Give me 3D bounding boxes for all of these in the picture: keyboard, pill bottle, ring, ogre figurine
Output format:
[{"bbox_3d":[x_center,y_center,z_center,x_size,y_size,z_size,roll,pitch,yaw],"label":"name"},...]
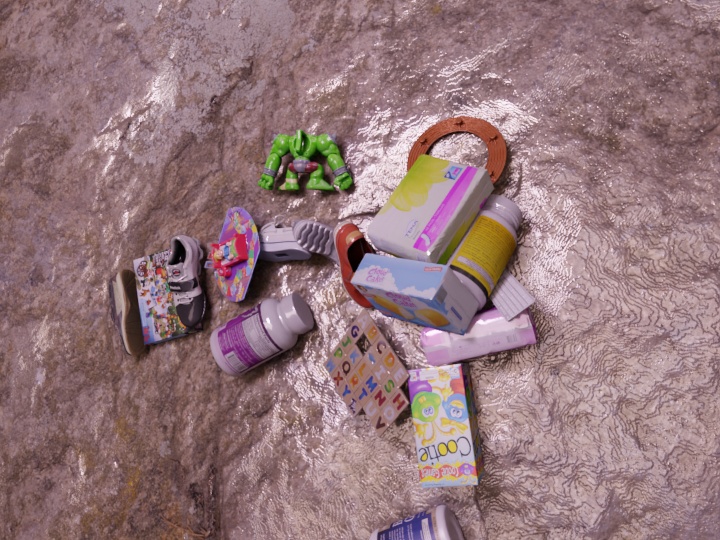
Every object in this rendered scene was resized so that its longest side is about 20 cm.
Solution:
[{"bbox_3d":[0.252,0.035,0.984,0.056,0.200,0.011,-43,104,11],"label":"keyboard"},{"bbox_3d":[0.214,-0.035,1.017,0.112,0.113,0.201,27,69,20],"label":"pill bottle"},{"bbox_3d":[0.082,0.507,1.003,0.198,0.111,0.112,-26,75,13],"label":"pill bottle"},{"bbox_3d":[0.185,-0.221,1.097,0.198,0.019,0.203,-8,65,18],"label":"ring"},{"bbox_3d":[-0.199,0.127,1.153,0.198,0.112,0.113,-29,74,12],"label":"pill bottle"},{"bbox_3d":[-0.116,-0.230,1.187,0.198,0.098,0.122,4,95,30],"label":"ogre figurine"}]

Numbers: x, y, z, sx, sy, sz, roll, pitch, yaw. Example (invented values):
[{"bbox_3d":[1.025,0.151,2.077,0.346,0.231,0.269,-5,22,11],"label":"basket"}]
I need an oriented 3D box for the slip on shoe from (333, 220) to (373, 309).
[{"bbox_3d":[0.000,0.000,1.073,0.074,0.202,0.061,-29,38,-17],"label":"slip on shoe"}]

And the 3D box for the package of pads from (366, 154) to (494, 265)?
[{"bbox_3d":[0.120,-0.107,1.000,0.154,0.068,0.201,23,71,39],"label":"package of pads"}]

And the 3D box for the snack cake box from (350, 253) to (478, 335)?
[{"bbox_3d":[0.091,0.039,0.975,0.199,0.115,0.068,10,63,49],"label":"snack cake box"}]

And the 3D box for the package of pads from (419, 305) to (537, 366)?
[{"bbox_3d":[0.212,0.112,1.010,0.198,0.120,0.077,-16,90,16],"label":"package of pads"}]

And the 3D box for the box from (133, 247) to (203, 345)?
[{"bbox_3d":[-0.442,0.056,1.283,0.135,0.038,0.203,-17,77,16],"label":"box"}]

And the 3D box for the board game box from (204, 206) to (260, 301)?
[{"bbox_3d":[-0.281,-0.033,1.192,0.158,0.039,0.202,44,121,38],"label":"board game box"}]

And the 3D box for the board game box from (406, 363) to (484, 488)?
[{"bbox_3d":[0.155,0.276,1.016,0.103,0.103,0.203,-10,79,17],"label":"board game box"}]

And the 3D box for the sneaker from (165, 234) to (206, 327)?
[{"bbox_3d":[-0.385,0.022,1.207,0.073,0.088,0.203,-10,80,11],"label":"sneaker"}]

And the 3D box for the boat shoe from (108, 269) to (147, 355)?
[{"bbox_3d":[-0.541,0.101,1.298,0.065,0.072,0.203,-20,76,25],"label":"boat shoe"}]

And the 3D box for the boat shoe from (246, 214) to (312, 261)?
[{"bbox_3d":[-0.175,-0.072,1.185,0.200,0.074,0.087,-2,66,40],"label":"boat shoe"}]

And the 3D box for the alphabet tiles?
[{"bbox_3d":[0.013,0.202,1.067,0.168,0.007,0.201,-55,52,28],"label":"alphabet tiles"}]

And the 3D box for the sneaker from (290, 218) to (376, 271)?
[{"bbox_3d":[-0.049,-0.057,1.108,0.075,0.199,0.082,-56,33,7],"label":"sneaker"}]
